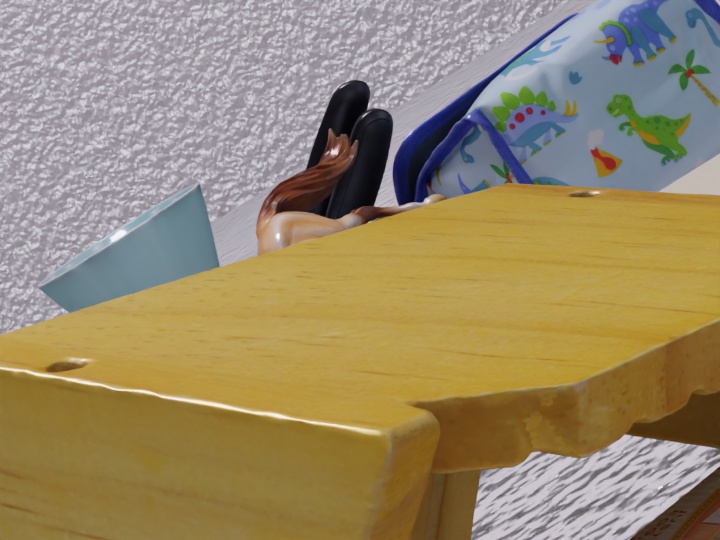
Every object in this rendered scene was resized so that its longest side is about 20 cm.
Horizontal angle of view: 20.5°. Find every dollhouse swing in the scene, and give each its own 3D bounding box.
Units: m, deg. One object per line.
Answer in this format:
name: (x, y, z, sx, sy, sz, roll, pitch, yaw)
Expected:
dollhouse swing: (0.017, 0.084, 0.479, 0.182, 0.176, 0.200, 6, 16, 41)

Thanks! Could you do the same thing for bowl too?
bowl: (-0.229, 0.004, 2.102, 0.201, 0.105, 0.201, -31, 8, 5)

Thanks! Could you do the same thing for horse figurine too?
horse figurine: (0.000, 0.000, 1.022, 0.132, 0.050, 0.200, -13, 37, -23)

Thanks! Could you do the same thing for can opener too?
can opener: (-0.016, -0.025, 1.166, 0.079, 0.063, 0.200, -21, -44, -32)

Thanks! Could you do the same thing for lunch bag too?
lunch bag: (0.117, -0.066, 1.125, 0.170, 0.127, 0.200, -38, -5, -20)

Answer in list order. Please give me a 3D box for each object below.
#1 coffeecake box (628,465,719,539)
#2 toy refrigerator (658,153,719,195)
coffeecake box: (0.138, 0.061, 0.355, 0.153, 0.073, 0.200, -34, 8, -19)
toy refrigerator: (0.138, 0.013, 0.664, 0.070, 0.076, 0.200, -32, 8, 2)
